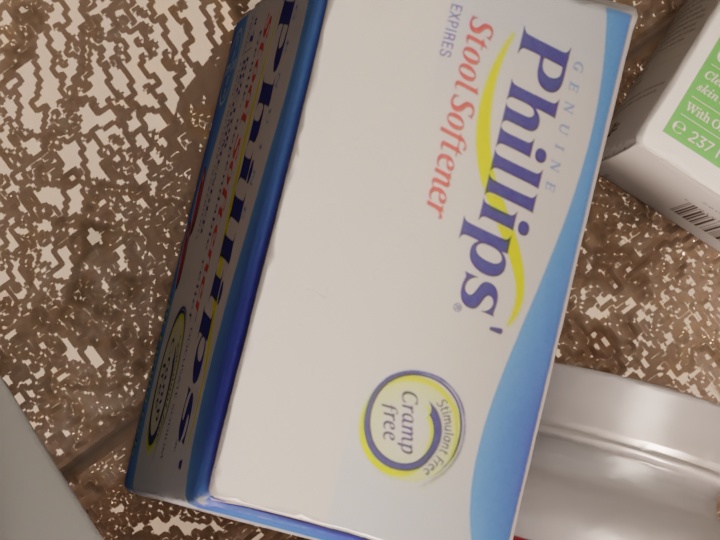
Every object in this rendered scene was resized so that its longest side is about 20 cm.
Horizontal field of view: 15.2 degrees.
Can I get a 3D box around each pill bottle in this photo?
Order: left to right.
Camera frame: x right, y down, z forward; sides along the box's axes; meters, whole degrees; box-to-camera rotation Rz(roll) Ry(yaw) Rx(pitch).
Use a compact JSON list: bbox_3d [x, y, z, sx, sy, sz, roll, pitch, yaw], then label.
[{"bbox_3d":[0.072,0.138,0.952,0.112,0.112,0.200,17,83,-9],"label":"pill bottle"}]

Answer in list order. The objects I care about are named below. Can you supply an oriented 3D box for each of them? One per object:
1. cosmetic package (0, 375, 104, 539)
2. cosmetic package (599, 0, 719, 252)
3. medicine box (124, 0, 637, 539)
[{"bbox_3d":[-0.116,0.130,0.886,0.102,0.074,0.200,-33,58,-9],"label":"cosmetic package"},{"bbox_3d":[0.184,-0.098,1.002,0.108,0.085,0.200,31,83,-5],"label":"cosmetic package"},{"bbox_3d":[0.000,0.000,0.902,0.103,0.200,0.182,14,84,-9],"label":"medicine box"}]
